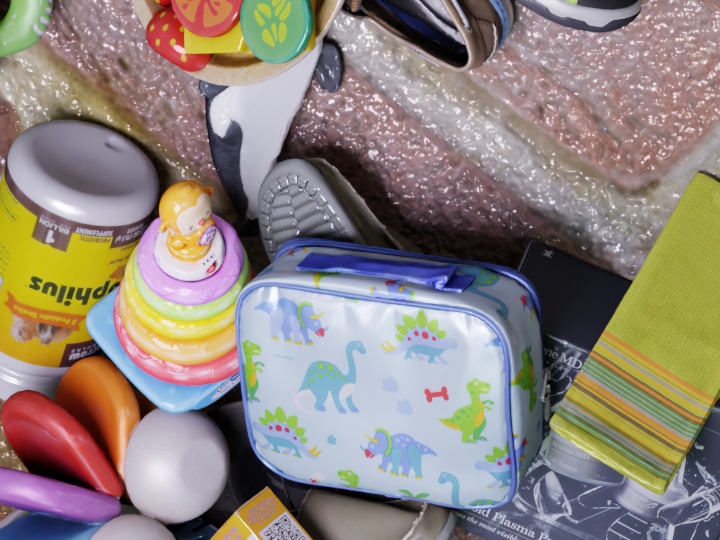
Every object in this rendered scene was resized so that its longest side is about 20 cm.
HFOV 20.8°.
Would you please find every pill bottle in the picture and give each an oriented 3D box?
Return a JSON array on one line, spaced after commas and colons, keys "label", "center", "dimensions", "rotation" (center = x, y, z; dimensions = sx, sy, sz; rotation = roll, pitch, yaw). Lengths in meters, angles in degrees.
[{"label": "pill bottle", "center": [-0.220, -0.001, 1.413], "dimensions": [0.109, 0.109, 0.201], "rotation": [25, 125, 2]}]

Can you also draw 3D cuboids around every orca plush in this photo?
[{"label": "orca plush", "center": [-0.071, -0.125, 1.335], "dimensions": [0.105, 0.071, 0.201], "rotation": [-23, 133, -20]}]

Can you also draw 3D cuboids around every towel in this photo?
[{"label": "towel", "center": [0.205, 0.038, 1.263], "dimensions": [0.086, 0.200, 0.018], "rotation": [31, 167, 5]}]

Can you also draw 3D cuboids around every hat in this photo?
[{"label": "hat", "center": [-0.035, 0.148, 1.455], "dimensions": [0.200, 0.081, 0.201], "rotation": [13, 130, 16]}]

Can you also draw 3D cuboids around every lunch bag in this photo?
[{"label": "lunch bag", "center": [0.022, 0.063, 1.273], "dimensions": [0.199, 0.082, 0.161], "rotation": [6, 120, 23]}]

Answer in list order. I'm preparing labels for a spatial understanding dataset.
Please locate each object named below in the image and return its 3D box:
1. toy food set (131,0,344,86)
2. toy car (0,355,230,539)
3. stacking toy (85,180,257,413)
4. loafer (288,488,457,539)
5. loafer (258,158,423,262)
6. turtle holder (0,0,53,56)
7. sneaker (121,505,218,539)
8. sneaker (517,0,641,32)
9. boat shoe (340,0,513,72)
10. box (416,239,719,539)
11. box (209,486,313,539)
[{"label": "toy food set", "center": [-0.080, -0.215, 1.219], "dimensions": [0.197, 0.049, 0.201], "rotation": [2, 95, 36]}, {"label": "toy car", "center": [-0.201, 0.155, 1.372], "dimensions": [0.175, 0.201, 0.150], "rotation": [1, 153, 47]}, {"label": "stacking toy", "center": [-0.113, -0.002, 1.298], "dimensions": [0.110, 0.116, 0.200], "rotation": [43, 157, 17]}, {"label": "loafer", "center": [-0.020, 0.192, 1.375], "dimensions": [0.200, 0.075, 0.070], "rotation": [-22, 114, 38]}, {"label": "loafer", "center": [0.000, 0.000, 1.357], "dimensions": [0.075, 0.070, 0.200], "rotation": [-16, 118, 33]}, {"label": "turtle holder", "center": [-0.304, -0.179, 1.319], "dimensions": [0.185, 0.141, 0.132], "rotation": [-7, 100, 32]}, {"label": "sneaker", "center": [-0.184, 0.219, 1.486], "dimensions": [0.199, 0.115, 0.081], "rotation": [28, 143, 36]}, {"label": "sneaker", "center": [0.099, -0.225, 1.196], "dimensions": [0.200, 0.072, 0.083], "rotation": [36, 123, -5]}, {"label": "boat shoe", "center": [0.007, -0.199, 1.240], "dimensions": [0.200, 0.072, 0.072], "rotation": [33, 125, -1]}, {"label": "box", "center": [0.165, 0.110, 1.355], "dimensions": [0.199, 0.104, 0.183], "rotation": [23, 123, 4]}, {"label": "box", "center": [-0.035, 0.258, 1.358], "dimensions": [0.200, 0.041, 0.119], "rotation": [50, 139, 9]}]
